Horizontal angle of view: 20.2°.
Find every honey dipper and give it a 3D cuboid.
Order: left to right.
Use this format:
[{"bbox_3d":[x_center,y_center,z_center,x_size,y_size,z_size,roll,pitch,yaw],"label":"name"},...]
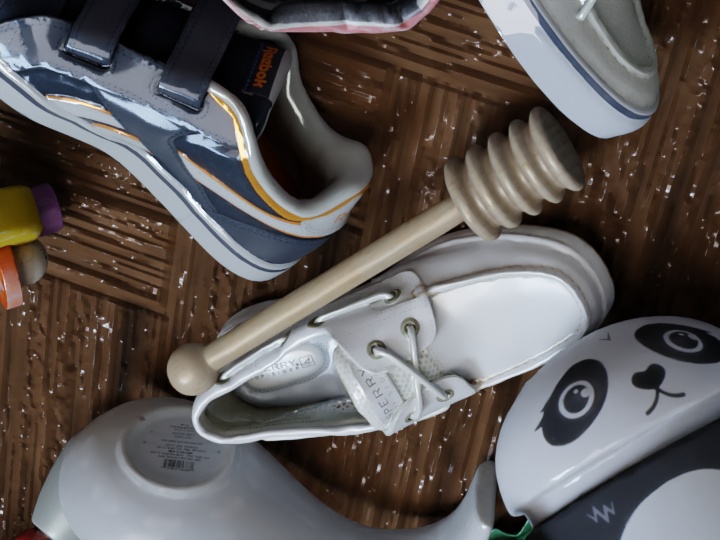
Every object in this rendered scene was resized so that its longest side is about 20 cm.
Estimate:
[{"bbox_3d":[0.000,0.000,0.828,0.199,0.038,0.038,-32,109,19],"label":"honey dipper"}]

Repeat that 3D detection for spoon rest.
[{"bbox_3d":[-0.039,0.107,0.925,0.198,0.100,0.061,8,133,2],"label":"spoon rest"}]

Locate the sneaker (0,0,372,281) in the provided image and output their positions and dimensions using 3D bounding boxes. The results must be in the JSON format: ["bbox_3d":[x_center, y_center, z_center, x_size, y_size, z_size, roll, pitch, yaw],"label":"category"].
[{"bbox_3d":[-0.079,-0.082,0.809,0.199,0.079,0.079,38,135,-22],"label":"sneaker"}]

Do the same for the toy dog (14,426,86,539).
[{"bbox_3d":[-0.151,0.182,0.989,0.200,0.132,0.096,-43,135,16],"label":"toy dog"}]

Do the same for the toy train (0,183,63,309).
[{"bbox_3d":[-0.204,0.010,0.870,0.149,0.200,0.056,-22,84,9],"label":"toy train"}]

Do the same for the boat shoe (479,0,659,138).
[{"bbox_3d":[0.073,-0.147,0.711,0.086,0.075,0.203,-23,104,29],"label":"boat shoe"}]

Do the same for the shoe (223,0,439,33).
[{"bbox_3d":[-0.059,-0.149,0.706,0.198,0.091,0.072,19,128,-17],"label":"shoe"}]

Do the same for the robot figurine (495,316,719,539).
[{"bbox_3d":[0.137,0.115,0.803,0.124,0.150,0.201,-36,76,32],"label":"robot figurine"}]

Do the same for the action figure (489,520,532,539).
[{"bbox_3d":[0.072,0.162,0.938,0.199,0.055,0.119,-17,111,31],"label":"action figure"}]

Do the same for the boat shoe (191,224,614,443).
[{"bbox_3d":[0.014,0.039,0.861,0.199,0.069,0.071,-19,113,31],"label":"boat shoe"}]
